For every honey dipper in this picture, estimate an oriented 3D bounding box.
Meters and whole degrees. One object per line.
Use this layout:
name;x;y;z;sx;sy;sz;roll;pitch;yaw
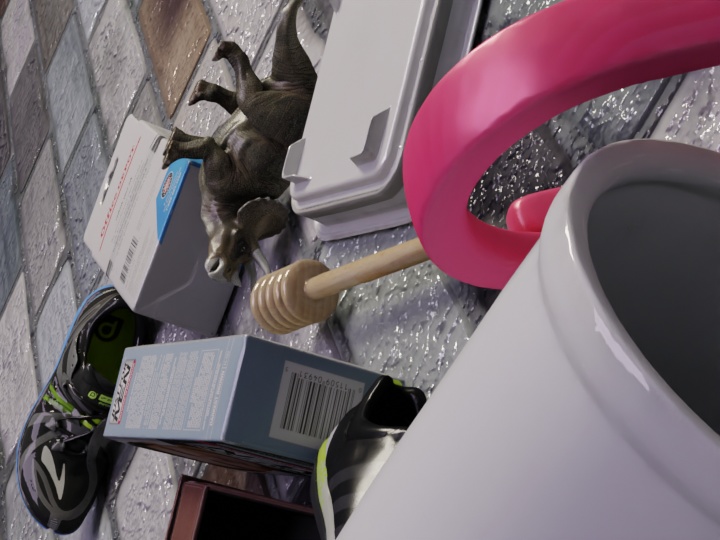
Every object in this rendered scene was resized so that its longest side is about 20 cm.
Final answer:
honey dipper;0.000;0.000;0.932;0.200;0.038;0.038;-22;53;56

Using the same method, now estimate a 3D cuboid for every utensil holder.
utensil holder;0.088;0.088;0.535;0.200;0.169;0.171;-57;28;33

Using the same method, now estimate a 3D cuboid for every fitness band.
fitness band;0.110;-0.048;0.558;0.144;0.199;0.038;94;160;-63

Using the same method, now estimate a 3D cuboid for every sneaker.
sneaker;-0.215;0.105;1.288;0.083;0.070;0.201;-8;63;70
sneaker;0.022;0.109;0.776;0.083;0.071;0.200;-63;25;15

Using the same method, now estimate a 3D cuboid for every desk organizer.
desk organizer;-0.079;0.221;0.916;0.077;0.071;0.201;-7;67;61

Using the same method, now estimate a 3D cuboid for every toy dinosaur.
toy dinosaur;-0.069;-0.089;1.103;0.201;0.102;0.077;-64;11;-3

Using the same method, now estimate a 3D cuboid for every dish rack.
dish rack;0.010;-0.124;1.002;0.171;0.043;0.201;-10;63;64

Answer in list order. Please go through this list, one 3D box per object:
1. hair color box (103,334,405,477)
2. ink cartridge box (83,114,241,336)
hair color box;-0.067;0.080;0.953;0.200;0.098;0.061;-9;66;64
ink cartridge box;-0.143;-0.040;1.240;0.117;0.068;0.200;-68;24;8
